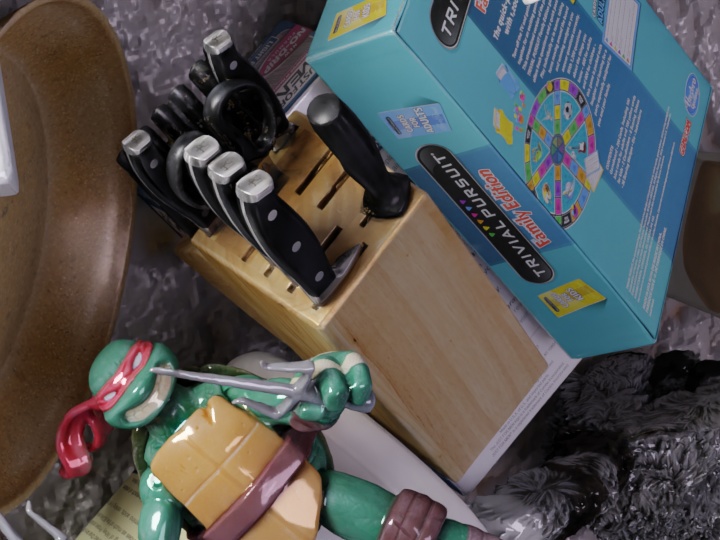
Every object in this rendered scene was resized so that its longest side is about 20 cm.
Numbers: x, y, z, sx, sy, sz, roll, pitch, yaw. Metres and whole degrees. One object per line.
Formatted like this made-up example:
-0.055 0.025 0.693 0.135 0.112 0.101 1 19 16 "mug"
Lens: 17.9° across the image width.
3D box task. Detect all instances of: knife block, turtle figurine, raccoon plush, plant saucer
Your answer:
0.000 0.000 0.830 0.200 0.176 0.064 41 83 -12 "knife block"
-0.039 0.081 0.829 0.200 0.101 0.150 38 110 -9 "turtle figurine"
0.118 0.125 1.079 0.200 0.097 0.134 -22 119 -29 "raccoon plush"
-0.138 -0.007 0.856 0.200 0.035 0.201 11 90 -74 "plant saucer"

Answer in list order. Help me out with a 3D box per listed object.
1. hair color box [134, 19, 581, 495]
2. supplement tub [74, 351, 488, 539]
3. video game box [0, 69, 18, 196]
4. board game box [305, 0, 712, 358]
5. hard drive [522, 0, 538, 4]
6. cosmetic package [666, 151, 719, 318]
0.007 -0.003 0.987 0.100 0.061 0.200 -49 124 -10 "hair color box"
-0.056 0.149 0.940 0.200 0.145 0.145 -49 124 -11 "supplement tub"
-0.215 -0.108 0.738 0.182 0.047 0.200 -8 85 -7 "video game box"
0.070 -0.083 0.971 0.200 0.047 0.151 47 45 -33 "board game box"
0.041 -0.205 0.880 0.027 0.132 0.200 -23 97 15 "hard drive"
0.233 0.002 1.050 0.105 0.200 0.071 4 102 -34 "cosmetic package"
